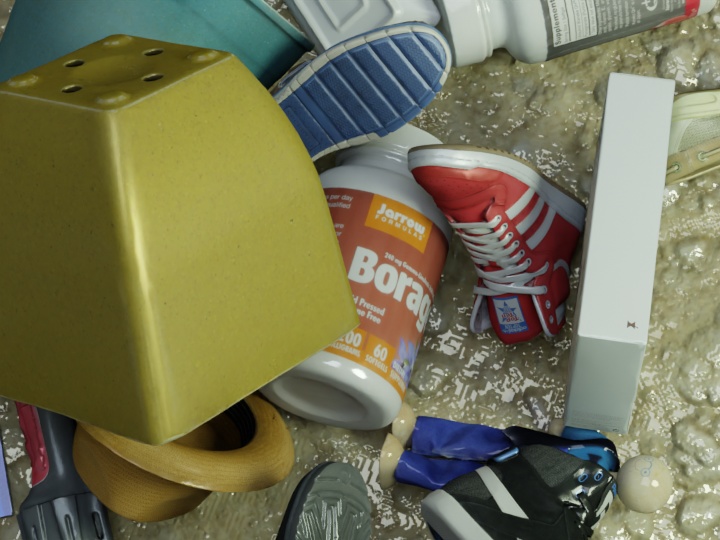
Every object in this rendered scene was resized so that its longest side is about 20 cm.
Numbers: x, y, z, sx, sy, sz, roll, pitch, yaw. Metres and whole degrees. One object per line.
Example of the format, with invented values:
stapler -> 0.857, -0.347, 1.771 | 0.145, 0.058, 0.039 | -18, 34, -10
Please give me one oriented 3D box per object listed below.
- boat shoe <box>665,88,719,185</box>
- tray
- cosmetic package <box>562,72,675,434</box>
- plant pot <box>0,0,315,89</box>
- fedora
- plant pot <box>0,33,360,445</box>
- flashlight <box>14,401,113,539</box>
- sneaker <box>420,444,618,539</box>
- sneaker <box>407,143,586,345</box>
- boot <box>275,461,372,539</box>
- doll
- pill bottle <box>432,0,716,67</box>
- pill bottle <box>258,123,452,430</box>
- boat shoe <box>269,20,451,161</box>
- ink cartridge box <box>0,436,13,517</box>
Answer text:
boat shoe -> 0.312, -0.102, 1.615 | 0.199, 0.073, 0.064 | -5, 81, 3
tray -> -0.032, -0.234, 1.641 | 0.107, 0.022, 0.201 | -39, 79, 36
cosmetic package -> 0.177, -0.010, 1.532 | 0.051, 0.151, 0.201 | 8, 63, 3
plant pot -> -0.166, -0.152, 1.585 | 0.200, 0.200, 0.188 | 40, 93, 11
fedora -> -0.140, 0.114, 1.525 | 0.200, 0.201, 0.082 | 31, 109, 9
plant pot -> -0.142, -0.037, 1.420 | 0.194, 0.202, 0.194 | 12, 30, 39
flashlight -> -0.233, 0.105, 1.573 | 0.068, 0.068, 0.202 | -6, 76, -32
sneaker -> 0.138, 0.182, 1.424 | 0.112, 0.073, 0.200 | -34, 55, -16
sneaker -> 0.092, -0.015, 1.540 | 0.071, 0.200, 0.113 | 3, 77, 36
boot -> -0.089, 0.207, 1.482 | 0.199, 0.065, 0.166 | -5, 70, 47
doll -> 0.115, 0.140, 1.536 | 0.198, 0.049, 0.137 | 7, 35, 11
pill bottle -> 0.151, -0.215, 1.628 | 0.198, 0.111, 0.112 | -16, 74, -3
pill bottle -> 0.000, 0.000, 1.564 | 0.111, 0.112, 0.201 | 15, 67, 6
boat shoe -> -0.023, -0.122, 1.552 | 0.199, 0.073, 0.072 | -27, 111, 22
ink cartridge box -> -0.351, 0.144, 1.576 | 0.198, 0.039, 0.100 | -13, 74, -3
